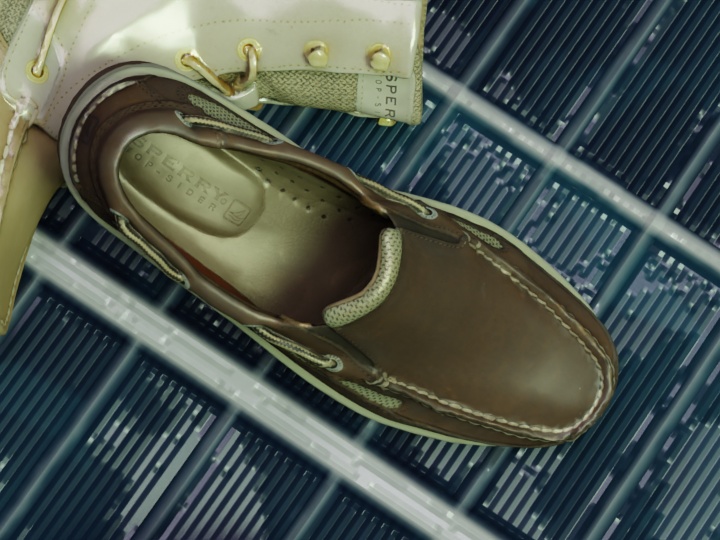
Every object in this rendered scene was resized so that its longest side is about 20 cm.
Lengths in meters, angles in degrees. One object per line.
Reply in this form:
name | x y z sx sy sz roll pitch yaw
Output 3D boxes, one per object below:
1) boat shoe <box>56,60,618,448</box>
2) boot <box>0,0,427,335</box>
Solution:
boat shoe | -0.003 0.006 0.915 0.202 0.075 0.075 25 94 -16
boot | -0.057 -0.060 0.969 0.155 0.073 0.201 13 71 2
